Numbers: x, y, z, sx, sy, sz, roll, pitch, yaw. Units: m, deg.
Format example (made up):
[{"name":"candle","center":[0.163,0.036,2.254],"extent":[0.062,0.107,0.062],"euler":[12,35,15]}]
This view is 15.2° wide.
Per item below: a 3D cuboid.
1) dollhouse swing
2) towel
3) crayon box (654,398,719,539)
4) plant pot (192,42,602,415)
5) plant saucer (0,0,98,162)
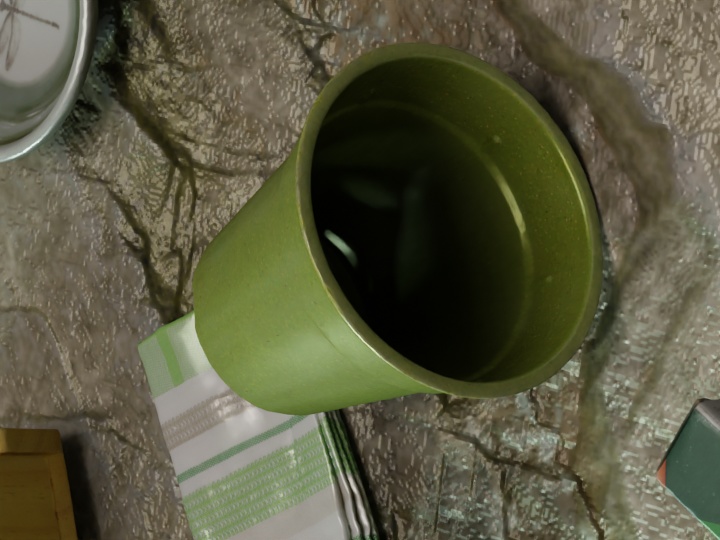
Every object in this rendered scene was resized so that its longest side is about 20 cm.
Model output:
[{"name":"dollhouse swing","center":[-0.276,0.216,1.747],"extent":[0.181,0.175,0.201],"euler":[-22,75,49]},{"name":"towel","center":[-0.069,0.112,1.671],"extent":[0.149,0.031,0.201],"euler":[-30,72,38]},{"name":"crayon box","center":[0.254,0.138,1.313],"extent":[0.200,0.127,0.051],"euler":[45,120,32]},{"name":"plant pot","center":[0.000,0.000,1.514],"extent":[0.190,0.199,0.201],"euler":[-29,73,51]},{"name":"plant saucer","center":[-0.231,-0.172,1.789],"extent":[0.200,0.050,0.201],"euler":[3,95,43]}]
